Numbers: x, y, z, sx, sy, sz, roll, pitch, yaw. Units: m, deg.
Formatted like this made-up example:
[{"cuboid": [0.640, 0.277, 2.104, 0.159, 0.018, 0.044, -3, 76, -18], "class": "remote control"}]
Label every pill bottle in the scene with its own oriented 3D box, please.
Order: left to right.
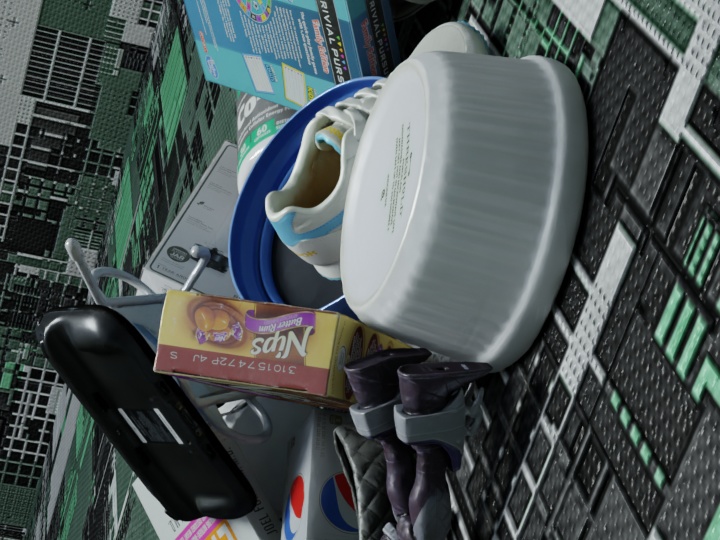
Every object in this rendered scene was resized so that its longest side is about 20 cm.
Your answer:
[{"cuboid": [-0.104, 0.158, 1.350, 0.200, 0.113, 0.114, -18, 61, 63], "class": "pill bottle"}, {"cuboid": [-0.054, -0.134, 1.407, 0.200, 0.113, 0.113, -96, 24, -48], "class": "pill bottle"}]

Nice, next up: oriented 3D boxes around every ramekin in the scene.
[{"cuboid": [0.055, -0.042, 0.982, 0.202, 0.094, 0.203, -168, 90, -75], "class": "ramekin"}]

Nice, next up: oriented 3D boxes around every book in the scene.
[{"cuboid": [-0.096, 0.218, 1.234, 0.200, 0.048, 0.134, 58, 142, 16], "class": "book"}]

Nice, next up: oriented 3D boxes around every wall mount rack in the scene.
[{"cuboid": [-0.138, 0.040, 1.177, 0.200, 0.174, 0.075, 43, 113, 23], "class": "wall mount rack"}]

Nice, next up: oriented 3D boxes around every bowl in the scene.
[{"cuboid": [-0.015, -0.047, 1.188, 0.200, 0.039, 0.201, -26, 49, 34], "class": "bowl"}]

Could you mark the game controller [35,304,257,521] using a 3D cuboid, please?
[{"cuboid": [-0.152, 0.104, 1.144, 0.104, 0.200, 0.042, -11, 33, 39], "class": "game controller"}]

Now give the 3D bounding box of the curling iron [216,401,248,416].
[{"cuboid": [-0.072, 0.069, 1.315, 0.049, 0.026, 0.200, -15, 16, 34], "class": "curling iron"}]

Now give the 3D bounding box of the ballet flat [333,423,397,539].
[{"cuboid": [0.001, 0.197, 1.053, 0.067, 0.057, 0.201, 95, -178, -64], "class": "ballet flat"}]

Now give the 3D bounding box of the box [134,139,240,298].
[{"cuboid": [-0.109, -0.018, 1.408, 0.200, 0.116, 0.060, -66, 0, -48], "class": "box"}]

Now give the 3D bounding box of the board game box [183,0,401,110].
[{"cuboid": [-0.059, -0.203, 1.282, 0.200, 0.047, 0.151, 22, 140, 37], "class": "board game box"}]

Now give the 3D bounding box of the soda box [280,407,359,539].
[{"cuboid": [-0.019, 0.203, 1.123, 0.068, 0.063, 0.201, 125, 152, -55], "class": "soda box"}]

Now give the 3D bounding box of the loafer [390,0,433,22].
[{"cuboid": [0.051, -0.237, 1.209, 0.200, 0.070, 0.070, 151, 125, -80], "class": "loafer"}]

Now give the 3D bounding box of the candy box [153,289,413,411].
[{"cuboid": [-0.042, 0.058, 1.055, 0.200, 0.116, 0.057, 27, -108, -73], "class": "candy box"}]

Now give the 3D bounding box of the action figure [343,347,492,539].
[{"cuboid": [0.038, 0.151, 0.945, 0.130, 0.069, 0.201, -158, 63, -64], "class": "action figure"}]

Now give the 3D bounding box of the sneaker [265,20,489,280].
[{"cuboid": [0.016, -0.091, 1.089, 0.076, 0.081, 0.200, 30, 83, 47], "class": "sneaker"}]
